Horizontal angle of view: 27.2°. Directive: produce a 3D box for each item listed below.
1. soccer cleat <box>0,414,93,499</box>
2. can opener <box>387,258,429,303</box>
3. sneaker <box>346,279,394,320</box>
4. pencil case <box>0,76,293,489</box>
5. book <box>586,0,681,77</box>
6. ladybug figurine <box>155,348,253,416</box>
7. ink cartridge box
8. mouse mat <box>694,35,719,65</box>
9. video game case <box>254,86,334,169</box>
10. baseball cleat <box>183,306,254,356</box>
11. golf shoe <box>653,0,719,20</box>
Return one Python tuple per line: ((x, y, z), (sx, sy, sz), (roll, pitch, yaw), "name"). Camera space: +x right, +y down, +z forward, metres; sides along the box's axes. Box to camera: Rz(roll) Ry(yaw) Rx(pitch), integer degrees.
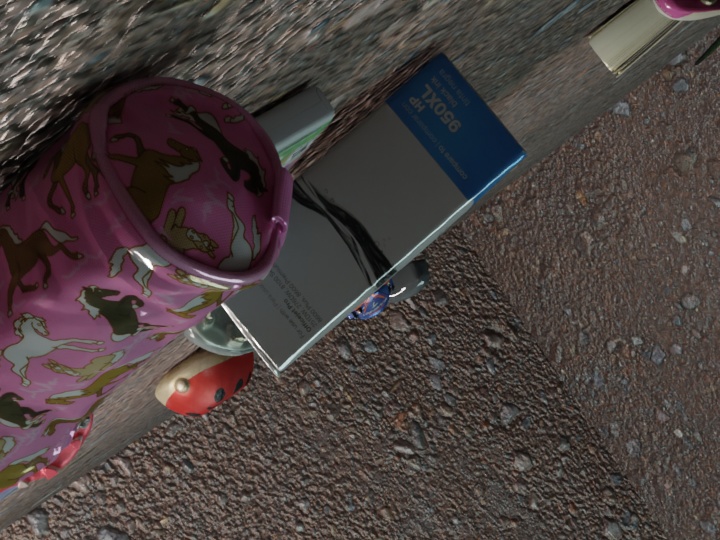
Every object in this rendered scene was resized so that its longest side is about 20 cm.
((-0.293, 0.152, 1.204), (0.200, 0.067, 0.077), (-42, -153, 16), "soccer cleat")
((-0.018, 0.008, 1.369), (0.052, 0.067, 0.199), (-12, 178, -38), "can opener")
((0.000, 0.000, 1.217), (0.075, 0.079, 0.200), (-33, -176, -5), "sneaker")
((-0.108, 0.010, 0.558), (0.086, 0.083, 0.200), (-20, 166, -47), "pencil case")
((0.325, -0.280, 1.445), (0.200, 0.048, 0.133), (-40, 179, 34), "book")
((-0.201, 0.144, 1.986), (0.135, 0.072, 0.200), (-36, 177, 18), "ladybug figurine")
((-0.002, -0.032, 0.942), (0.200, 0.084, 0.145), (-41, 180, -3), "ink cartridge box")
((0.356, -0.253, 1.191), (0.200, 0.008, 0.161), (-44, 175, -25), "mouse mat")
((-0.120, -0.009, 0.765), (0.199, 0.022, 0.182), (-34, 177, -27), "video game case")
((-0.110, 0.038, 1.278), (0.105, 0.071, 0.199), (-18, 177, 32), "baseball cleat")
((0.312, -0.253, 1.271), (0.199, 0.076, 0.092), (-32, 170, -29), "golf shoe")
